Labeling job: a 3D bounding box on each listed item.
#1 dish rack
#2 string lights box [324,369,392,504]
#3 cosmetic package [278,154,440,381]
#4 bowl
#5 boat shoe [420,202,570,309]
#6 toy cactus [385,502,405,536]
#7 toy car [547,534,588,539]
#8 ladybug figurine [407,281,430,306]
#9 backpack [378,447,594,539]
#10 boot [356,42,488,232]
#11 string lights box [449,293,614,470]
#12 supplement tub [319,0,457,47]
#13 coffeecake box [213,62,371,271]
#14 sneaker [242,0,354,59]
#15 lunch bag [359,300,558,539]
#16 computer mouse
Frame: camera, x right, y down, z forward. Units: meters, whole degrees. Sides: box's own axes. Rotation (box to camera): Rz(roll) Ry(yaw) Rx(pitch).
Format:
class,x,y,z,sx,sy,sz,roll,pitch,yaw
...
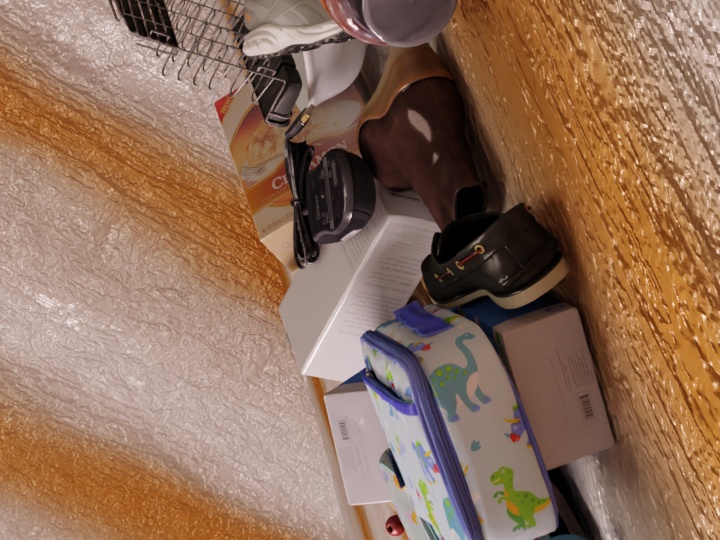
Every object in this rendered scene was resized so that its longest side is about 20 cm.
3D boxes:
class,x,y,z,sx,sy,sz,roll,pitch,yaw
dish rack,-0.151,-0.223,1.277,0.055,0.198,0.154,-52,41,31
string lights box,0.042,0.133,1.284,0.200,0.058,0.104,-28,-73,-62
cosmetic package,0.000,0.000,1.312,0.201,0.073,0.102,-61,33,31
bowl,-0.038,-0.261,1.345,0.201,0.089,0.203,165,90,-82
boat shoe,0.086,-0.013,0.991,0.063,0.073,0.201,52,168,-7
toy cactus,0.066,0.246,1.330,0.165,0.103,0.200,43,-170,30
toy car,0.173,0.327,0.956,0.200,0.177,0.185,47,-173,-21
ladybug figurine,0.030,0.088,1.426,0.135,0.071,0.202,-11,-88,-58
backpack,0.102,0.209,1.119,0.201,0.126,0.167,62,164,20
boot,0.052,-0.078,1.136,0.201,0.072,0.168,95,160,-59
string lights box,0.117,0.067,1.017,0.200,0.058,0.104,-144,36,-77
supplement tub,0.009,-0.235,1.017,0.200,0.106,0.108,-119,15,-56
coffeecake box,-0.050,-0.125,1.419,0.073,0.153,0.201,48,-164,-52
sneaker,-0.034,-0.231,1.171,0.199,0.074,0.080,-2,101,44
lunch bag,0.062,0.108,0.973,0.200,0.082,0.162,-155,45,-78
computer mouse,-0.025,-0.090,1.253,0.200,0.046,0.142,141,124,-69
